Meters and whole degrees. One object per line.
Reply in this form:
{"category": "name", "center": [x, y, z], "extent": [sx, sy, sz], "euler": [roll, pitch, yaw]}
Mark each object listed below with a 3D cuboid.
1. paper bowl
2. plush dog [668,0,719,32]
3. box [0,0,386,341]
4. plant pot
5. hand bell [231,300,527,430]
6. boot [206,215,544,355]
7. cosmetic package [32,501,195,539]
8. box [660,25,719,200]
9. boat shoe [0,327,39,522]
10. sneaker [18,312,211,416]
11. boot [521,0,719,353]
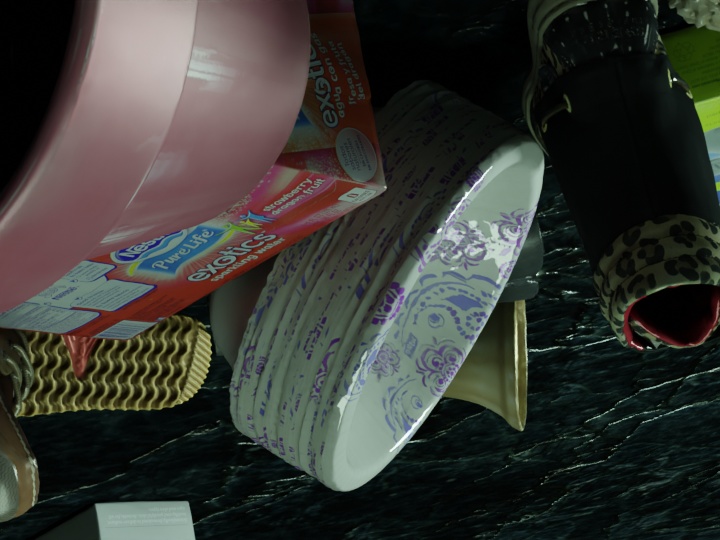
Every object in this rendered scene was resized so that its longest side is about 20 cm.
{"category": "paper bowl", "center": [0.000, 0.000, 0.964], "extent": [0.104, 0.201, 0.201], "euler": [30, 169, 15]}
{"category": "plush dog", "center": [0.236, -0.119, 0.759], "extent": [0.160, 0.201, 0.172], "euler": [-23, 170, -28]}
{"category": "box", "center": [-0.093, -0.047, 0.867], "extent": [0.099, 0.096, 0.199], "euler": [8, 153, -42]}
{"category": "plant pot", "center": [-0.113, -0.079, 0.623], "extent": [0.199, 0.202, 0.179], "euler": [-21, 168, 26]}
{"category": "hand bell", "center": [0.011, 0.056, 1.303], "extent": [0.198, 0.105, 0.104], "euler": [-1, 163, 10]}
{"category": "boot", "center": [0.009, -0.004, 1.108], "extent": [0.198, 0.066, 0.165], "euler": [-8, 170, -4]}
{"category": "cosmetic package", "center": [-0.241, 0.276, 1.750], "extent": [0.106, 0.091, 0.200], "euler": [5, 152, -41]}
{"category": "box", "center": [0.184, -0.074, 1.049], "extent": [0.121, 0.048, 0.200], "euler": [-16, 161, 12]}
{"category": "boat shoe", "center": [-0.190, 0.042, 0.918], "extent": [0.071, 0.200, 0.076], "euler": [-11, 130, -30]}
{"category": "sneaker", "center": [-0.187, 0.040, 1.085], "extent": [0.199, 0.076, 0.090], "euler": [10, -175, -36]}
{"category": "boot", "center": [0.121, -0.030, 0.863], "extent": [0.073, 0.155, 0.204], "euler": [-14, 158, 5]}
